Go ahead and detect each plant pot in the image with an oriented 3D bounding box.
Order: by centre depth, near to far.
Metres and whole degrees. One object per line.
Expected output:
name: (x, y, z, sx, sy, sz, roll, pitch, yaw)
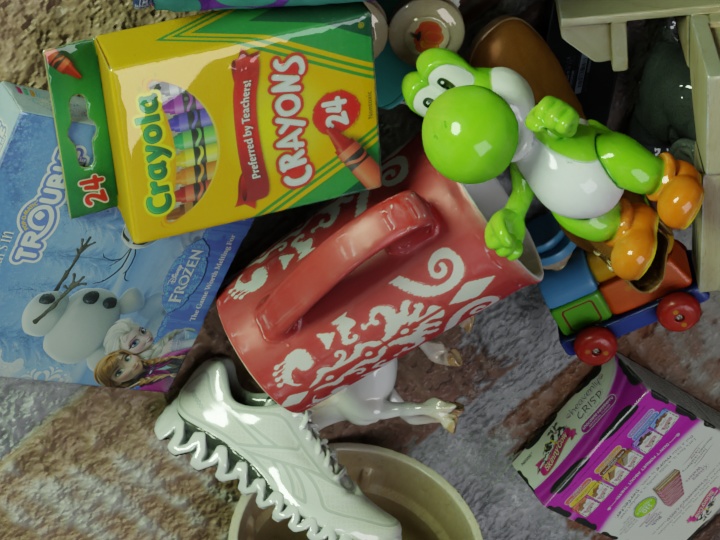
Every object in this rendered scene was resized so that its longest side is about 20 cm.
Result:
plant pot: (-0.015, 0.271, 1.592, 0.199, 0.201, 0.184, -14, 143, -22)

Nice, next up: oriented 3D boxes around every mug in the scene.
mug: (-0.002, -0.007, 1.379, 0.200, 0.134, 0.177, -33, 141, 15)

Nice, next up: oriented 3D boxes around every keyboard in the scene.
keyboard: (0.135, -0.141, 1.445, 0.127, 0.021, 0.201, -16, 132, -28)

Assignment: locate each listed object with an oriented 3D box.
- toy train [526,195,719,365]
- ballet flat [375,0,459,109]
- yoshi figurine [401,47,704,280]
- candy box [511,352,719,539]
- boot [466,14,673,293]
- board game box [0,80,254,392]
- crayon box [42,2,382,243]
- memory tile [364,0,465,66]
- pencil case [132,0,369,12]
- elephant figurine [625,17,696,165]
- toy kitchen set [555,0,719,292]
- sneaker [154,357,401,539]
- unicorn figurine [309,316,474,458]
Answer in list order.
toy train: (0.226, -0.018, 1.533, 0.199, 0.085, 0.116, -24, 125, 17)
ballet flat: (0.047, -0.197, 1.314, 0.071, 0.072, 0.201, -5, 130, -29)
yoshi figurine: (0.113, -0.065, 1.269, 0.199, 0.112, 0.113, 29, 84, -10)
candy box: (0.243, 0.165, 1.740, 0.136, 0.061, 0.200, -49, 135, 12)
boot: (0.152, -0.078, 1.388, 0.071, 0.144, 0.201, -38, 140, -6)
board game box: (-0.179, -0.015, 1.334, 0.198, 0.043, 0.201, 8, 120, -36)
crayon box: (-0.089, -0.094, 1.250, 0.199, 0.051, 0.128, -14, 125, -13)
memory tile: (-0.003, -0.216, 1.247, 0.152, 0.017, 0.201, 1, 123, -4)
pencil case: (-0.038, -0.201, 1.192, 0.199, 0.086, 0.092, -4, 163, -3)
elephant figurine: (0.291, -0.085, 1.459, 0.155, 0.200, 0.142, 9, 121, -37)
toy kitchen set: (0.218, -0.116, 1.380, 0.162, 0.200, 0.181, -4, 128, 3)
sneaker: (-0.051, 0.137, 1.460, 0.081, 0.199, 0.075, -59, 175, 5)
unicorn figurine: (0.010, 0.083, 1.508, 0.137, 0.074, 0.201, 10, 104, 10)
